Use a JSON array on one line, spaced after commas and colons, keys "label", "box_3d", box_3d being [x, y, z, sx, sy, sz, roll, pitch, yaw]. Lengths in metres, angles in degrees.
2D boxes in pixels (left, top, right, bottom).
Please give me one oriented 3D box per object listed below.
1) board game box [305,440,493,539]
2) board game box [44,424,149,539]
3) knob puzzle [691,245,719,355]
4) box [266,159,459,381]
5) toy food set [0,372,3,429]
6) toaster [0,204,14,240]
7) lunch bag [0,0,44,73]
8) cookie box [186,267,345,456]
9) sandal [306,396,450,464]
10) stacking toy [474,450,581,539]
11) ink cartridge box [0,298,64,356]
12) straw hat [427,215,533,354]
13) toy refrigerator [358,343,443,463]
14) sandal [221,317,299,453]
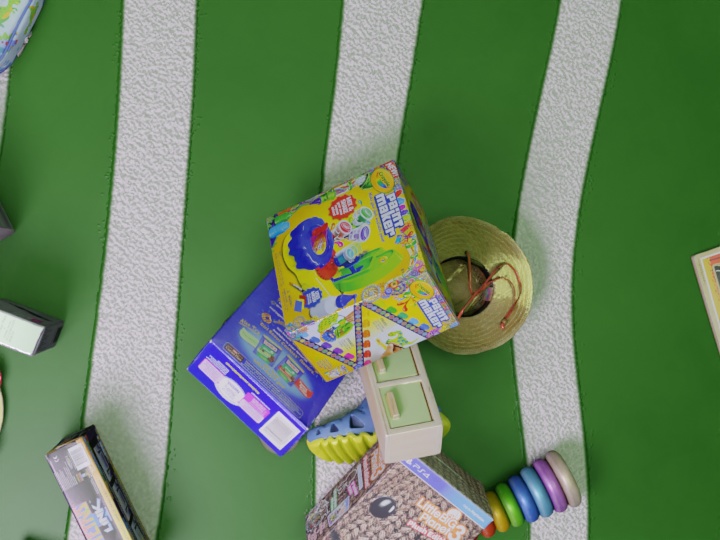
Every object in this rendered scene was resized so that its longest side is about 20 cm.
[{"label": "board game box", "box_3d": [0.049, 0.331, 1.563, 0.159, 0.097, 0.200, 39, 102, -15]}, {"label": "board game box", "box_3d": [-0.334, 0.307, 1.519, 0.056, 0.165, 0.201, -26, 91, -9]}, {"label": "knob puzzle", "box_3d": [0.607, 0.035, 1.726, 0.217, 0.030, 0.222, 0, 87, -8]}, {"label": "box", "box_3d": [0.000, 0.000, 1.500, 0.191, 0.122, 0.201, -24, 48, 10]}, {"label": "toy food set", "box_3d": [-0.570, 0.184, 1.552, 0.196, 0.049, 0.202, -9, 88, -8]}, {"label": "toaster", "box_3d": [-0.549, -0.067, 1.502, 0.199, 0.181, 0.119, -29, 94, -7]}, {"label": "lunch bag", "box_3d": [-0.532, -0.368, 1.564, 0.199, 0.082, 0.162, 25, 85, -6]}, {"label": "cookie box", "box_3d": [-0.106, 0.114, 1.547, 0.171, 0.200, 0.075, 43, 128, -3]}, {"label": "sandal", "box_3d": [0.021, 0.210, 1.626, 0.198, 0.080, 0.088, -12, 58, -3]}, {"label": "stacking toy", "box_3d": [0.206, 0.333, 1.639, 0.199, 0.085, 0.086, -27, 91, -2]}, {"label": "ink cartridge box", "box_3d": [-0.477, 0.056, 1.493, 0.172, 0.200, 0.044, 22, 87, -7]}, {"label": "straw hat", "box_3d": [0.134, 0.024, 1.634, 0.199, 0.085, 0.203, 1, 86, -20]}, {"label": "toy refrigerator", "box_3d": [0.044, 0.141, 1.508, 0.075, 0.070, 0.201, -9, 49, -8]}, {"label": "sandal", "box_3d": [-0.129, 0.152, 1.606, 0.079, 0.057, 0.203, -23, 86, -9]}]
